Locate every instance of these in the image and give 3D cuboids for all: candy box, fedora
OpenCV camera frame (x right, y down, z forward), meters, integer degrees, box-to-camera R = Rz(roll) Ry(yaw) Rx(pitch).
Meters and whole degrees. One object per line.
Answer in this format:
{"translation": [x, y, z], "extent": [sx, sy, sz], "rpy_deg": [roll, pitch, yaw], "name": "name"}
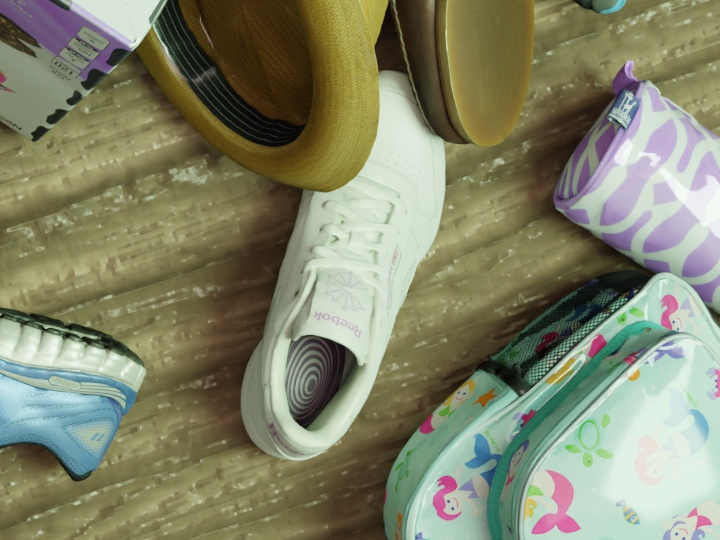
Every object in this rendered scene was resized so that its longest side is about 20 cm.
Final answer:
{"translation": [-0.174, -0.146, 0.772], "extent": [0.167, 0.200, 0.072], "rpy_deg": [33, 73, -14], "name": "candy box"}
{"translation": [-0.041, -0.137, 0.831], "extent": [0.082, 0.200, 0.201], "rpy_deg": [-36, 97, -31], "name": "fedora"}

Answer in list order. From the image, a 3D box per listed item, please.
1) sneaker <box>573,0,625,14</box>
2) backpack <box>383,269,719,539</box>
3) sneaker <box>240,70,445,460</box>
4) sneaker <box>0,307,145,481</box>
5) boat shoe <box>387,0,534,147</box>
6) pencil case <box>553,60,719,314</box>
{"translation": [0.082, -0.221, 0.898], "extent": [0.082, 0.073, 0.201], "rpy_deg": [-18, 92, 14], "name": "sneaker"}
{"translation": [0.117, 0.118, 0.867], "extent": [0.200, 0.151, 0.178], "rpy_deg": [-36, 99, -1], "name": "backpack"}
{"translation": [0.000, 0.000, 0.866], "extent": [0.075, 0.100, 0.201], "rpy_deg": [16, 88, -8], "name": "sneaker"}
{"translation": [-0.207, 0.054, 0.843], "extent": [0.199, 0.079, 0.089], "rpy_deg": [17, 90, -14], "name": "sneaker"}
{"translation": [0.039, -0.161, 0.863], "extent": [0.070, 0.070, 0.201], "rpy_deg": [-13, 103, -48], "name": "boat shoe"}
{"translation": [0.193, -0.021, 0.907], "extent": [0.200, 0.084, 0.086], "rpy_deg": [33, 62, -9], "name": "pencil case"}
